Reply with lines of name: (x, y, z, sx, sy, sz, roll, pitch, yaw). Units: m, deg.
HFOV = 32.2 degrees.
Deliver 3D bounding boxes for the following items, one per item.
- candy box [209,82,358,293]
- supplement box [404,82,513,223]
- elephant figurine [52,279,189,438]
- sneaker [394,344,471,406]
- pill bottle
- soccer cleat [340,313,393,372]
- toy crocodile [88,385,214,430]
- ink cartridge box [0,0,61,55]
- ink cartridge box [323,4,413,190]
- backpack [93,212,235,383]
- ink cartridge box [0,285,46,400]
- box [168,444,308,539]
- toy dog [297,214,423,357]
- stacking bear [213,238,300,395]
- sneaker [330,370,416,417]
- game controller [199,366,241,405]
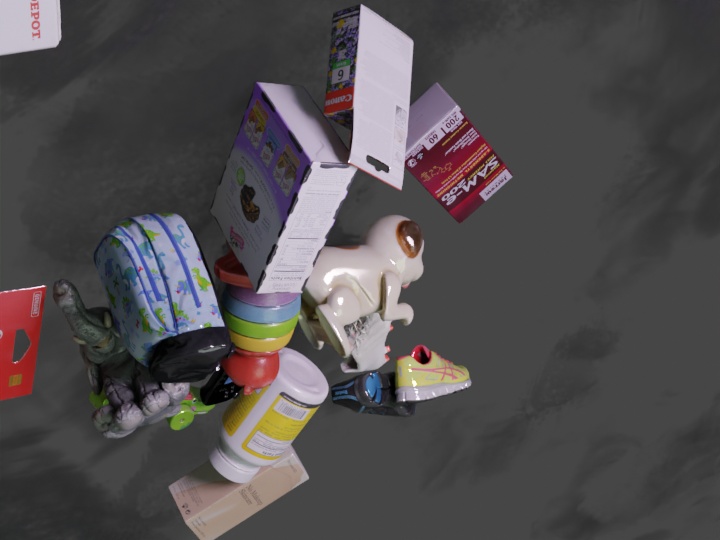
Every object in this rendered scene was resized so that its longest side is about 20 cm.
candy box: (-0.099, -0.100, 1.528, 0.071, 0.168, 0.201, 0, 131, -34)
supplement box: (0.121, -0.158, 1.723, 0.109, 0.061, 0.200, -42, 143, 7)
elephant figurine: (-0.315, 0.104, 1.628, 0.141, 0.201, 0.155, -25, 169, -37)
sneaker: (0.118, 0.164, 2.046, 0.078, 0.091, 0.200, -17, 174, 29)
pill bottle: (-0.145, 0.222, 1.874, 0.111, 0.112, 0.200, 15, 120, -45)
soccer cleat: (0.006, 0.090, 1.890, 0.077, 0.069, 0.201, -18, 142, -16)
toy crocodile: (-0.292, 0.181, 1.755, 0.199, 0.068, 0.062, 5, 126, -40)
ink cartridge box: (-0.395, -0.279, 1.187, 0.199, 0.083, 0.147, -14, 137, -25)
ink cartridge box: (0.009, -0.203, 1.494, 0.050, 0.202, 0.109, -8, 160, 38)
backpack: (-0.243, 0.026, 1.530, 0.153, 0.202, 0.163, 0, 162, -22)
ink cartridge box: (-0.483, 0.115, 1.562, 0.175, 0.045, 0.201, -8, 134, -30)
box: (-0.193, 0.337, 1.984, 0.199, 0.078, 0.095, -32, 141, -4)
toy dog: (0.000, 0.000, 1.738, 0.199, 0.195, 0.139, -31, -174, -20)
stacking bear: (-0.139, 0.068, 1.661, 0.113, 0.122, 0.201, 10, 119, 2)
sneaker: (0.027, 0.200, 2.031, 0.081, 0.074, 0.200, -12, 160, 27)
game controller: (-0.157, 0.111, 1.780, 0.201, 0.042, 0.104, -55, 172, 16)
